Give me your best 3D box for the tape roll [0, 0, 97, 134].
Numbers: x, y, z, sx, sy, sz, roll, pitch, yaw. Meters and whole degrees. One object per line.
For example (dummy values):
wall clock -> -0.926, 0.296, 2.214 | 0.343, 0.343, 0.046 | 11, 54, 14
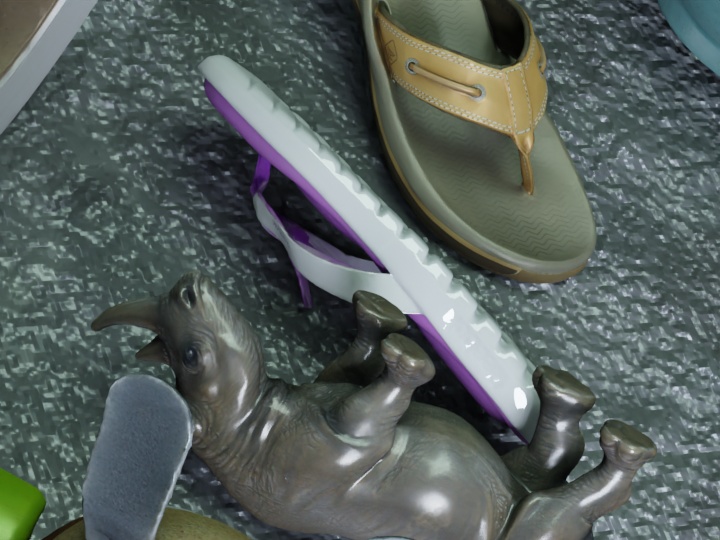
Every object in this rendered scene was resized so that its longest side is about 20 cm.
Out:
tape roll -> -0.170, -0.128, 0.990 | 0.139, 0.203, 0.203 | 35, 46, 3

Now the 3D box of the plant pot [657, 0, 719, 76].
plant pot -> 0.208, -0.156, 1.254 | 0.200, 0.134, 0.200 | 15, 48, -17

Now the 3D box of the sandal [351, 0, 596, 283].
sandal -> 0.043, -0.089, 1.148 | 0.080, 0.054, 0.200 | -13, 80, -30

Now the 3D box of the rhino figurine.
rhino figurine -> -0.003, 0.057, 1.010 | 0.200, 0.088, 0.060 | 22, 17, -8

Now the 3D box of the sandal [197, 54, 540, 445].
sandal -> -0.001, -0.001, 1.075 | 0.050, 0.082, 0.203 | -44, 79, 1

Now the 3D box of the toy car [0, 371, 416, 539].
toy car -> -0.056, 0.106, 0.857 | 0.164, 0.200, 0.158 | 29, 46, -4
